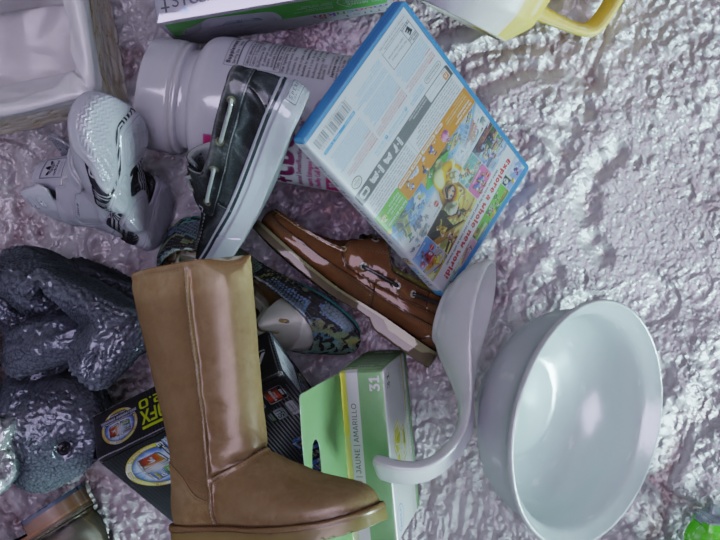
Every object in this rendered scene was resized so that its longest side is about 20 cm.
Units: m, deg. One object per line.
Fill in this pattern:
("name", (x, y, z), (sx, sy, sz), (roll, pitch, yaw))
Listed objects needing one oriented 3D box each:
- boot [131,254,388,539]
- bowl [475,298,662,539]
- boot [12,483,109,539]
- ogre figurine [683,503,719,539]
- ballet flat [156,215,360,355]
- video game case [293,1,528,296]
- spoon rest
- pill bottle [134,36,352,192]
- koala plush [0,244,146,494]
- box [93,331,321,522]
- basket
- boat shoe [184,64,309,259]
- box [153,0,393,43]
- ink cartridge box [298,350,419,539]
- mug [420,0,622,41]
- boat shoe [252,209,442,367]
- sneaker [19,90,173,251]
("boot", (-0.077, 0.088, 0.691), (0.173, 0.066, 0.203), (-9, 85, 17))
("bowl", (0.161, 0.120, 0.829), (0.199, 0.090, 0.204), (-6, 99, -39))
("boot", (-0.312, 0.292, 0.901), (0.199, 0.075, 0.097), (-36, 87, 3))
("ogre figurine", (0.294, 0.285, 0.846), (0.120, 0.098, 0.200), (43, 107, -10))
("ballet flat", (-0.095, 0.029, 0.870), (0.199, 0.074, 0.075), (31, 95, 8))
("video game case", (0.049, -0.094, 0.806), (0.200, 0.018, 0.144), (45, 71, -33))
("spoon rest", (0.076, 0.083, 0.799), (0.060, 0.100, 0.201), (18, 66, 19))
("pill bottle", (-0.083, -0.135, 0.841), (0.197, 0.113, 0.115), (10, 94, 4))
("koala plush", (-0.257, 0.098, 0.848), (0.182, 0.177, 0.202), (22, 95, 15))
("box", (-0.102, 0.151, 0.826), (0.159, 0.201, 0.045), (-26, 49, 3))
("basket", (-0.312, -0.191, 0.851), (0.197, 0.123, 0.137), (-10, 92, 4))
("boat shoe", (-0.103, -0.079, 0.781), (0.070, 0.072, 0.201), (26, 127, -4))
("box", (-0.081, -0.301, 0.843), (0.197, 0.097, 0.179), (-7, 90, 4))
("ink cartridge box", (0.004, 0.152, 0.806), (0.047, 0.200, 0.148), (-4, 93, 13))
("mug", (0.132, -0.268, 0.808), (0.185, 0.149, 0.154), (29, 103, 9))
("boat shoe", (0.000, 0.000, 0.869), (0.199, 0.072, 0.068), (36, 91, -9))
("sneaker", (-0.233, -0.085, 0.823), (0.114, 0.200, 0.076), (14, 68, 10))
